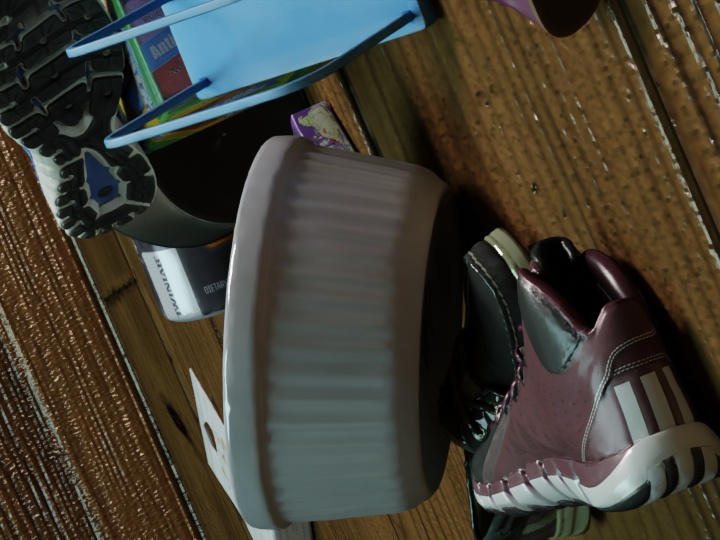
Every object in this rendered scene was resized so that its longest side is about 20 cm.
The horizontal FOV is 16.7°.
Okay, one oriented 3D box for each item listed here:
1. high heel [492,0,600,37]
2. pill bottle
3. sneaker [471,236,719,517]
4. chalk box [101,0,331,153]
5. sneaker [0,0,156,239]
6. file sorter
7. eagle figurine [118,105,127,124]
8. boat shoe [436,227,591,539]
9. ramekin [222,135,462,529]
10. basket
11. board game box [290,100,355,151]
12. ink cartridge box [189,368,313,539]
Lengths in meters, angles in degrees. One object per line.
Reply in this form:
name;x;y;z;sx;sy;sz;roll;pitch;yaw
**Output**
high heel;0.027;-0.174;0.895;0.096;0.067;0.201;40;157;43
pill bottle;-0.131;-0.073;1.780;0.201;0.106;0.106;69;169;-15
sneaker;0.092;0.043;1.085;0.200;0.075;0.116;-18;91;69
chalk box;-0.079;-0.154;1.318;0.200;0.124;0.125;156;90;-80
sneaker;-0.171;-0.105;1.332;0.089;0.078;0.201;56;165;33
file sorter;-0.081;-0.173;1.130;0.123;0.138;0.201;-39;-69;-55
eagle figurine;-0.177;-0.192;1.525;0.152;0.150;0.201;-53;-50;-61
boat shoe;0.071;0.069;1.215;0.072;0.066;0.202;55;165;44
ramekin;-0.004;0.033;1.245;0.202;0.093;0.204;3;-90;-80
basket;-0.115;-0.089;1.604;0.180;0.136;0.200;41;170;-15
board game box;0.000;0.000;1.522;0.201;0.032;0.121;83;165;-57
ink cartridge box;-0.101;0.201;2.380;0.177;0.044;0.201;59;167;29
